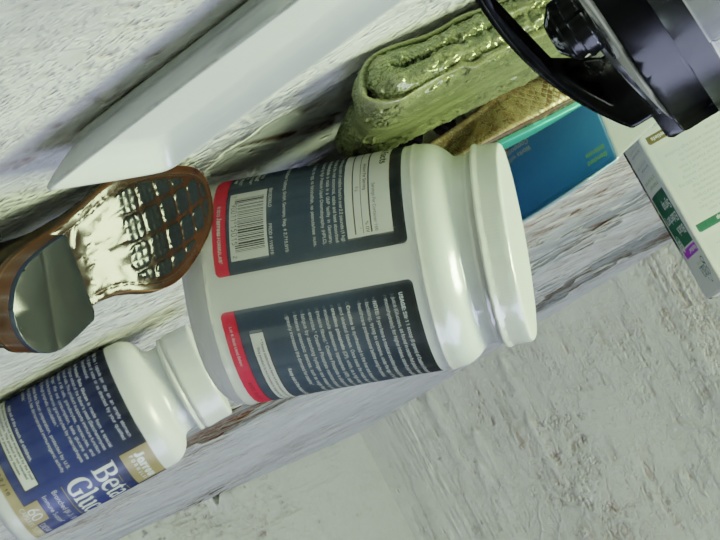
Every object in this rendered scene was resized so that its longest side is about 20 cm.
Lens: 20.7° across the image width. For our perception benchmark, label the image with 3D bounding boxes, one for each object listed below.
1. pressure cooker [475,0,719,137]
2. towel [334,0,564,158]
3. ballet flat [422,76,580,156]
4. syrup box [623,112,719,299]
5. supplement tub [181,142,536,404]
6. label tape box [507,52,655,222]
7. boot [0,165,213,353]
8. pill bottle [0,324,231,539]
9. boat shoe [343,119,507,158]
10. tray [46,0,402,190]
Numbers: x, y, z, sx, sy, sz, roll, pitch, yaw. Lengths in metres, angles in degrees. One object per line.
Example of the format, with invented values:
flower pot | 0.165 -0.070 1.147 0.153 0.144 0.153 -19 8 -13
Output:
pressure cooker | 0.129 -0.154 0.747 0.199 0.176 0.179 -33 168 12
towel | 0.077 -0.133 1.211 0.199 0.037 0.148 -27 173 -12
ballet flat | 0.056 -0.088 1.306 0.199 0.065 0.071 -33 178 -2
syrup box | 0.266 -0.083 1.571 0.081 0.201 0.079 -28 173 -2
supplement tub | 0.000 0.000 1.219 0.199 0.141 0.140 -10 175 10
label tape box | 0.142 -0.096 1.406 0.143 0.066 0.200 -34 -177 42
boot | -0.168 -0.011 1.116 0.096 0.075 0.200 -3 -162 32
pill bottle | -0.209 0.126 1.595 0.199 0.112 0.111 -28 172 -1
boat shoe | 0.007 -0.058 1.378 0.202 0.075 0.075 -29 -164 -2
tray | -0.063 -0.101 0.977 0.200 0.022 0.107 -33 170 30
